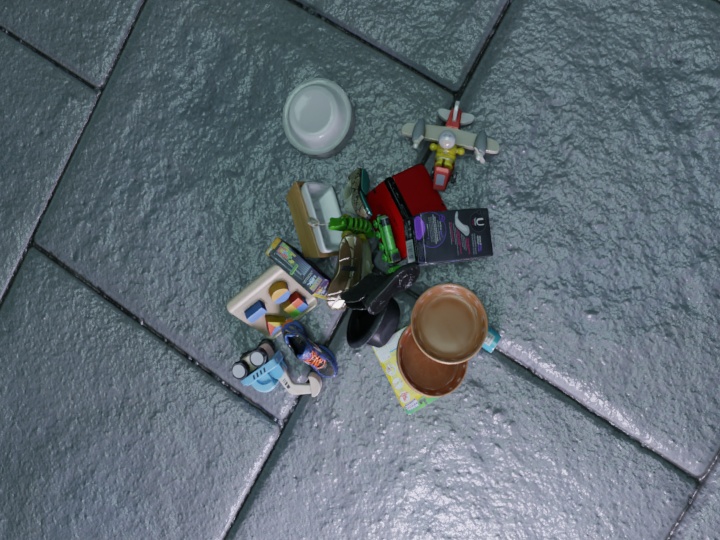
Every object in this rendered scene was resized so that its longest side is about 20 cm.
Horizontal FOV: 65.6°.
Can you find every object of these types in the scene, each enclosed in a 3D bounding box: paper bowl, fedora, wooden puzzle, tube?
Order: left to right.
[{"bbox_3d":[-0.229,0.096,1.487,0.183,0.200,0.047,-37,46,7],"label":"wooden puzzle"},{"bbox_3d":[-0.117,-0.414,1.508,0.194,0.104,0.208,0,90,10],"label":"paper bowl"},{"bbox_3d":[0.046,0.124,1.454,0.090,0.201,0.204,30,96,-21],"label":"fedora"},{"bbox_3d":[0.273,0.131,1.452,0.198,0.051,0.078,38,60,10],"label":"tube"}]

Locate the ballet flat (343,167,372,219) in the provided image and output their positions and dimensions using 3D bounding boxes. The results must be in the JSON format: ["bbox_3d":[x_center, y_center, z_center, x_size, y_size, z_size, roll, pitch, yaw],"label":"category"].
[{"bbox_3d":[-0.010,-0.191,1.462,0.074,0.068,0.203,-23,41,16],"label":"ballet flat"}]

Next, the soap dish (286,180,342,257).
[{"bbox_3d":[-0.113,-0.130,1.482,0.080,0.156,0.206,-20,85,28],"label":"soap dish"}]

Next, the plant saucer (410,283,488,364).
[{"bbox_3d":[0.224,0.136,1.415,0.193,0.038,0.207,-1,73,3],"label":"plant saucer"}]

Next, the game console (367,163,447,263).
[{"bbox_3d":[0.125,-0.151,1.501,0.171,0.117,0.204,-33,82,40],"label":"game console"}]

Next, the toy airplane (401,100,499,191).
[{"bbox_3d":[0.227,-0.333,1.421,0.197,0.141,0.203,-32,83,9],"label":"toy airplane"}]

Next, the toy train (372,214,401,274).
[{"bbox_3d":[0.079,-0.047,1.456,0.041,0.056,0.206,-17,95,-22],"label":"toy train"}]

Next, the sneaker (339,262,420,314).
[{"bbox_3d":[0.048,0.033,1.373,0.199,0.060,0.104,-41,39,-3],"label":"sneaker"}]

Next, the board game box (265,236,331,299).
[{"bbox_3d":[-0.149,-0.002,1.458,0.164,0.200,0.057,39,90,8],"label":"board game box"}]

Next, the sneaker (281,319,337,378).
[{"bbox_3d":[-0.142,0.223,1.503,0.199,0.079,0.076,42,103,-9],"label":"sneaker"}]

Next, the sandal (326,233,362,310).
[{"bbox_3d":[-0.038,0.003,1.423,0.078,0.054,0.207,9,104,-10],"label":"sandal"}]

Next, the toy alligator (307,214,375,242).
[{"bbox_3d":[-0.037,-0.117,1.410,0.195,0.054,0.061,11,59,-30],"label":"toy alligator"}]

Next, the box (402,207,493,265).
[{"bbox_3d":[0.218,-0.083,1.397,0.194,0.106,0.127,-5,88,-20],"label":"box"}]

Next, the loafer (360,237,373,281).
[{"bbox_3d":[0.000,0.000,1.484,0.074,0.067,0.207,1,81,41],"label":"loafer"}]

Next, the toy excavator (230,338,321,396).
[{"bbox_3d":[-0.226,0.288,1.533,0.192,0.100,0.203,-33,96,10],"label":"toy excavator"}]

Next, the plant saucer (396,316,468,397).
[{"bbox_3d":[0.184,0.222,1.442,0.194,0.032,0.207,4,75,-14],"label":"plant saucer"}]

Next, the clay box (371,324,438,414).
[{"bbox_3d":[0.125,0.263,1.479,0.113,0.048,0.204,-28,85,7],"label":"clay box"}]
